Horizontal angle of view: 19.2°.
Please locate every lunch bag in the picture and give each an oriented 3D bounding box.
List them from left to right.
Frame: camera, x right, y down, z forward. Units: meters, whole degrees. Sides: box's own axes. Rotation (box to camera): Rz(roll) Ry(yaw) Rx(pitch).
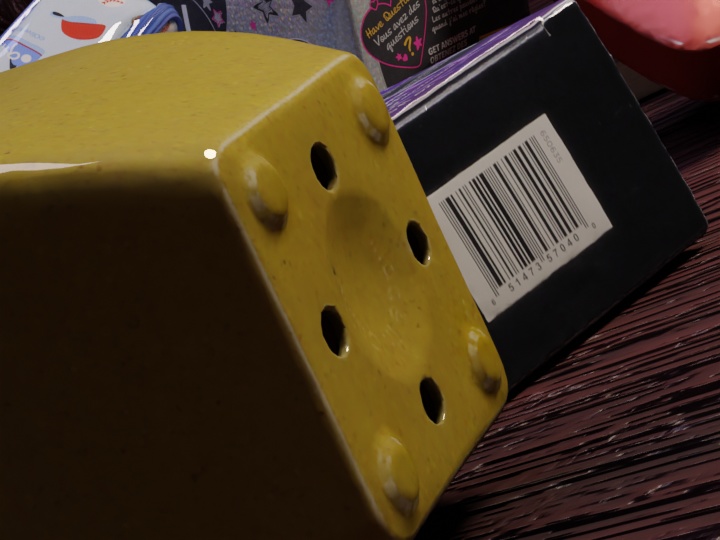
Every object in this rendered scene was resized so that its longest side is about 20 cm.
[{"bbox_3d":[-0.162,-0.050,1.101,0.160,0.075,0.200,-59,-7,-33],"label":"lunch bag"}]

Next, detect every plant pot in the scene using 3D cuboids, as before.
[{"bbox_3d":[-0.076,0.032,0.619,0.200,0.196,0.194,-21,11,25],"label":"plant pot"}]

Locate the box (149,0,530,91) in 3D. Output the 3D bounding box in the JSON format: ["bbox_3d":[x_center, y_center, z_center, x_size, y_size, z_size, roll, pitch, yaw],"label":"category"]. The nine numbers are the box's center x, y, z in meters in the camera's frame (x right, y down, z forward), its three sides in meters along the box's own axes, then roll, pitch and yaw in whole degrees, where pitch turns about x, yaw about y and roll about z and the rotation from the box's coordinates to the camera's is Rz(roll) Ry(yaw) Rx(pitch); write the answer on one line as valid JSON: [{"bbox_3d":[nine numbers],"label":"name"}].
[{"bbox_3d":[-0.024,-0.127,1.145,0.132,0.115,0.200,-30,26,-37],"label":"box"}]

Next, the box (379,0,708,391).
[{"bbox_3d":[0.009,-0.005,0.827,0.148,0.104,0.200,-36,9,-29],"label":"box"}]

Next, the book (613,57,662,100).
[{"bbox_3d":[0.226,-0.181,1.221,0.200,0.048,0.134,-28,27,52],"label":"book"}]

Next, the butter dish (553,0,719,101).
[{"bbox_3d":[0.178,-0.158,1.063,0.199,0.148,0.200,-35,48,-16],"label":"butter dish"}]
